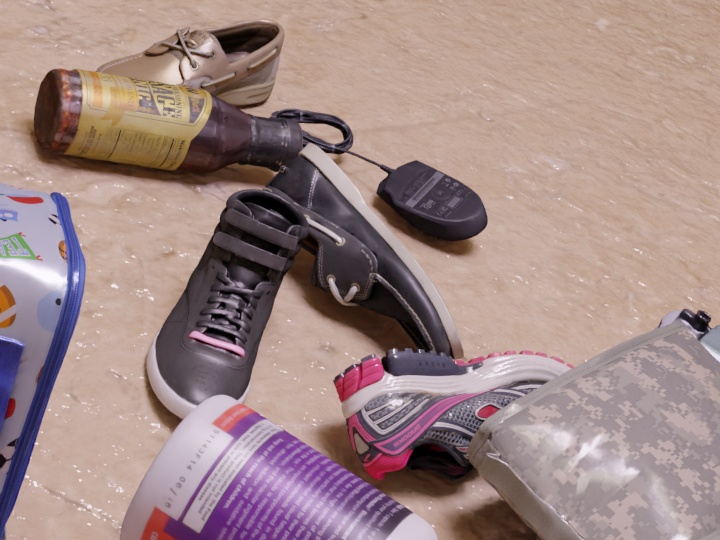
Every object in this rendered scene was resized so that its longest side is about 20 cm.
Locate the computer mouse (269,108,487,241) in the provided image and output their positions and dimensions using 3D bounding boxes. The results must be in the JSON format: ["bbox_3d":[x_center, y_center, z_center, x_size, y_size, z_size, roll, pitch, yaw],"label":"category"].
[{"bbox_3d":[0.011,-0.073,1.732,0.199,0.034,0.059,30,47,20],"label":"computer mouse"}]

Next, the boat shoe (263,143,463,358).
[{"bbox_3d":[0.000,0.000,1.572,0.067,0.072,0.200,-36,65,-11],"label":"boat shoe"}]

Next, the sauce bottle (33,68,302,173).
[{"bbox_3d":[-0.140,-0.106,1.638,0.199,0.066,0.066,6,34,-28],"label":"sauce bottle"}]

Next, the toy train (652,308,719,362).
[{"bbox_3d":[0.272,0.111,1.532,0.199,0.114,0.085,35,31,19],"label":"toy train"}]

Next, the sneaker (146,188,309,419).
[{"bbox_3d":[-0.085,0.015,1.449,0.070,0.100,0.200,23,31,-5],"label":"sneaker"}]

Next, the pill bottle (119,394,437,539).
[{"bbox_3d":[-0.026,0.166,1.239,0.199,0.112,0.111,31,31,13],"label":"pill bottle"}]

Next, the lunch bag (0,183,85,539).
[{"bbox_3d":[-0.207,0.059,1.198,0.075,0.201,0.160,13,18,-21],"label":"lunch bag"}]

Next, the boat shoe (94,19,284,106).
[{"bbox_3d":[-0.135,-0.160,1.725,0.072,0.065,0.199,41,34,27],"label":"boat shoe"}]

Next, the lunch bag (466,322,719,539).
[{"bbox_3d":[0.179,0.142,1.409,0.199,0.118,0.164,-16,50,-42],"label":"lunch bag"}]

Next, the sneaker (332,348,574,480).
[{"bbox_3d":[0.071,0.100,1.461,0.199,0.081,0.075,1,65,-34],"label":"sneaker"}]
